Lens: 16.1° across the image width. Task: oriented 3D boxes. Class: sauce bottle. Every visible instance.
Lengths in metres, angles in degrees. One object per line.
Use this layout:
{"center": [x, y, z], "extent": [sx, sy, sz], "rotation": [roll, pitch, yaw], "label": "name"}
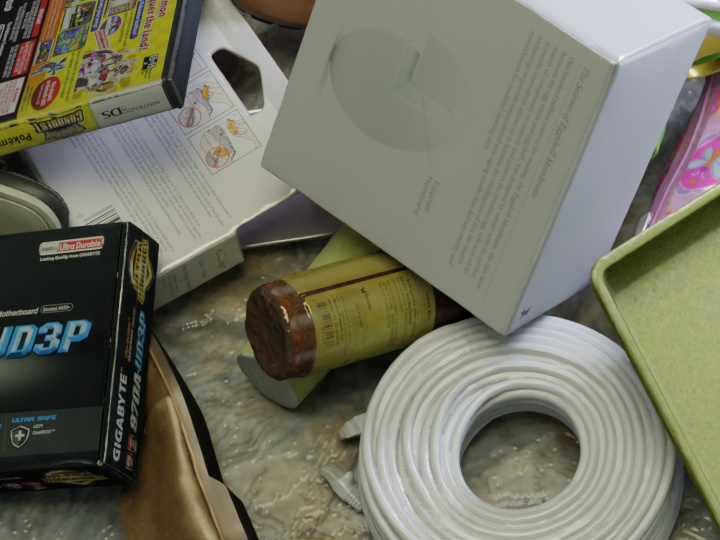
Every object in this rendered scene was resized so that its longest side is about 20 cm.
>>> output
{"center": [0.026, 0.017, 1.592], "extent": [0.199, 0.066, 0.066], "rotation": [-13, 57, -28], "label": "sauce bottle"}

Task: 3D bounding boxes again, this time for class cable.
{"center": [0.097, 0.117, 1.553], "extent": [0.200, 0.069, 0.200], "rotation": [-34, 62, -12], "label": "cable"}

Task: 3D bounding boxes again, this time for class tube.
{"center": [0.000, 0.000, 1.643], "extent": [0.052, 0.058, 0.200], "rotation": [15, 56, 48], "label": "tube"}

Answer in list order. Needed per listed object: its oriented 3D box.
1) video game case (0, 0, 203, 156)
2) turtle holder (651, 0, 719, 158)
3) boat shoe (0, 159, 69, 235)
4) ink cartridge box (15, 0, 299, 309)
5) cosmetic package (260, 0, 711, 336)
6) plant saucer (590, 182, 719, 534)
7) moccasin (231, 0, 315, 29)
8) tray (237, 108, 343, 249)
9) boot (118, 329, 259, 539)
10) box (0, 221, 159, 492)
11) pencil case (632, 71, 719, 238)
{"center": [-0.192, -0.147, 1.667], "extent": [0.180, 0.026, 0.200], "rotation": [-14, 35, 14], "label": "video game case"}
{"center": [0.190, -0.177, 1.598], "extent": [0.131, 0.141, 0.186], "rotation": [24, 50, 10], "label": "turtle holder"}
{"center": [-0.263, -0.061, 1.673], "extent": [0.199, 0.072, 0.068], "rotation": [13, 53, 38], "label": "boat shoe"}
{"center": [-0.130, -0.086, 1.684], "extent": [0.176, 0.045, 0.200], "rotation": [-29, 62, -10], "label": "ink cartridge box"}
{"center": [0.074, -0.107, 1.545], "extent": [0.200, 0.200, 0.123], "rotation": [36, 35, 22], "label": "cosmetic package"}
{"center": [0.241, 0.045, 1.532], "extent": [0.200, 0.048, 0.200], "rotation": [-31, 96, -28], "label": "plant saucer"}
{"center": [0.007, -0.208, 1.716], "extent": [0.200, 0.078, 0.074], "rotation": [-2, 46, -9], "label": "moccasin"}
{"center": [-0.111, -0.052, 1.700], "extent": [0.199, 0.022, 0.108], "rotation": [-8, 61, 2], "label": "tray"}
{"center": [-0.126, 0.117, 1.584], "extent": [0.075, 0.074, 0.201], "rotation": [-25, 63, 4], "label": "boot"}
{"center": [-0.227, 0.058, 1.596], "extent": [0.199, 0.046, 0.160], "rotation": [-5, 68, 24], "label": "box"}
{"center": [0.227, -0.049, 1.622], "extent": [0.087, 0.088, 0.201], "rotation": [20, 64, 17], "label": "pencil case"}
